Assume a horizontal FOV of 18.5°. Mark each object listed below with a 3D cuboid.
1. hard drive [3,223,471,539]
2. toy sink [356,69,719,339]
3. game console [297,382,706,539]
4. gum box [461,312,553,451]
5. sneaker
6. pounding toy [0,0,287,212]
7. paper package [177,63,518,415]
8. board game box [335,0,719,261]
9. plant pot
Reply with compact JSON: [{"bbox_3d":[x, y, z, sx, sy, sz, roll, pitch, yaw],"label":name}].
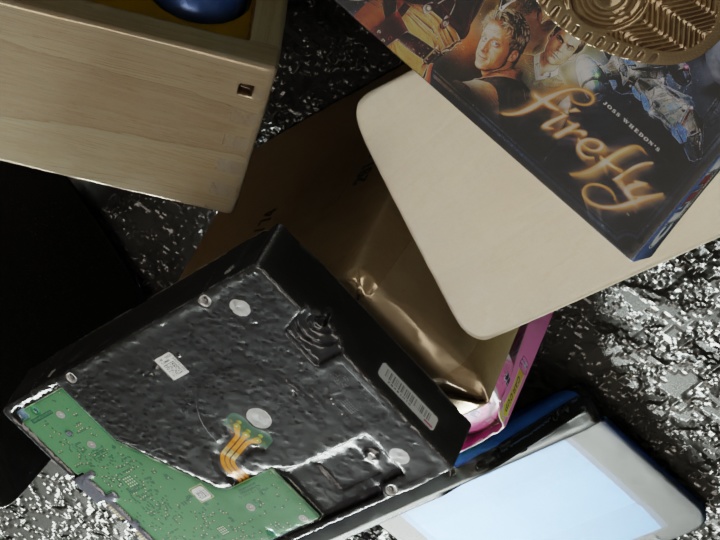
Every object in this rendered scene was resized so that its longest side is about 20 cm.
[{"bbox_3d":[-0.062,0.070,1.063,0.200,0.038,0.140,-30,112,39],"label":"hard drive"},{"bbox_3d":[0.121,-0.072,1.032,0.200,0.112,0.131,-26,94,21],"label":"toy sink"},{"bbox_3d":[0.073,0.158,1.318,0.200,0.171,0.119,-30,87,40],"label":"game console"},{"bbox_3d":[0.018,0.061,1.249,0.066,0.114,0.200,43,133,-17],"label":"gum box"},{"bbox_3d":[0.068,-0.168,0.903,0.200,0.109,0.070,32,117,-17],"label":"sneaker"},{"bbox_3d":[-0.125,-0.164,1.075,0.184,0.200,0.142,13,136,-8],"label":"pounding toy"},{"bbox_3d":[0.000,0.000,1.138,0.190,0.200,0.103,-26,116,39],"label":"paper package"},{"bbox_3d":[0.088,-0.120,0.950,0.200,0.035,0.136,42,108,13],"label":"board game box"},{"bbox_3d":[-0.264,0.009,1.286,0.199,0.200,0.178,-2,118,26],"label":"plant pot"}]
